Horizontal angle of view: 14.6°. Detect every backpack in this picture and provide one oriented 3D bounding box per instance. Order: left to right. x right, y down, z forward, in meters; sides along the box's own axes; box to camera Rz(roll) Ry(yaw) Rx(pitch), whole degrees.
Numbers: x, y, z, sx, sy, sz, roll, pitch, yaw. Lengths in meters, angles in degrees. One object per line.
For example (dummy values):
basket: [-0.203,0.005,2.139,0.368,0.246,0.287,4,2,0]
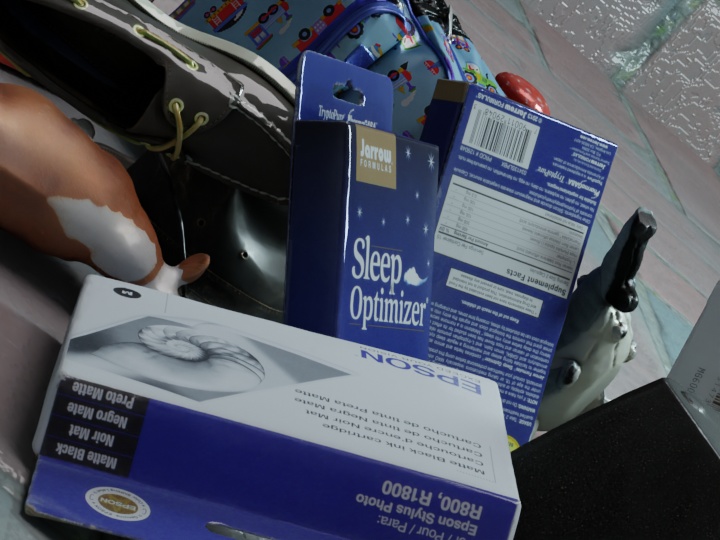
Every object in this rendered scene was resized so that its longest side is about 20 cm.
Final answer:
backpack: [-0.011,-0.081,1.585,0.135,0.182,0.200,40,14,-54]

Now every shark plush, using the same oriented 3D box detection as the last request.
shark plush: [0.106,0.035,1.598,0.091,0.200,0.083,-28,71,-30]

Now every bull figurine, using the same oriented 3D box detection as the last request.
bull figurine: [-0.156,-0.048,1.303,0.200,0.065,0.121,41,5,-35]

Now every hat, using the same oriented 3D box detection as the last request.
hat: [-0.064,-0.025,1.464,0.201,0.081,0.201,41,12,-11]

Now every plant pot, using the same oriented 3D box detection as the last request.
plant pot: [0.139,0.170,1.236,0.199,0.177,0.200,35,14,-33]

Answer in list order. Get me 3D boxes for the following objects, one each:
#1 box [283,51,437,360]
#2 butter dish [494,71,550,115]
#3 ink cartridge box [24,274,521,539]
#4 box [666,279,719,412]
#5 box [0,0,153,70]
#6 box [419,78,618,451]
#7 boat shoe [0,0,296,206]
box: [0.000,0.000,1.353,0.032,0.201,0.121,1,-3,22]
butter dish: [0.063,-0.066,1.830,0.200,0.148,0.200,51,15,28]
ink cartridge box: [-0.033,0.070,1.169,0.199,0.041,0.200,15,17,-6]
box: [0.263,0.123,1.704,0.106,0.152,0.200,23,-12,39]
box: [-0.206,-0.185,1.510,0.200,0.100,0.096,24,22,-54]
box: [0.064,0.009,1.524,0.121,0.200,0.032,20,-5,-40]
boat shoe: [-0.102,-0.089,1.369,0.201,0.072,0.061,35,43,-8]
